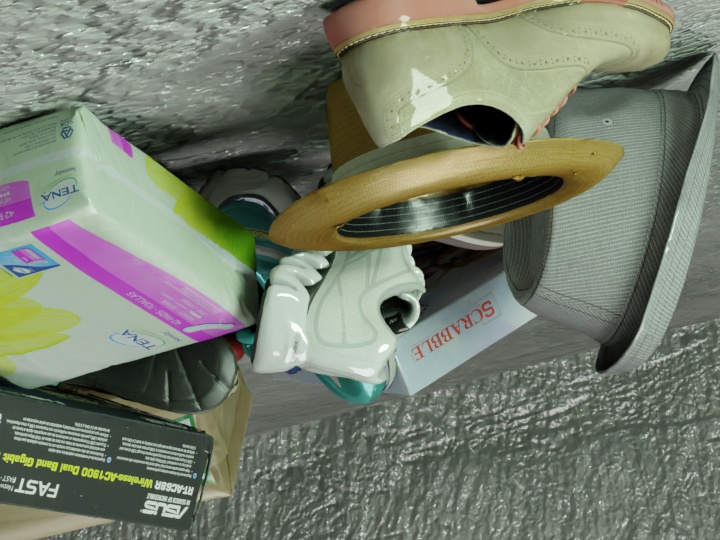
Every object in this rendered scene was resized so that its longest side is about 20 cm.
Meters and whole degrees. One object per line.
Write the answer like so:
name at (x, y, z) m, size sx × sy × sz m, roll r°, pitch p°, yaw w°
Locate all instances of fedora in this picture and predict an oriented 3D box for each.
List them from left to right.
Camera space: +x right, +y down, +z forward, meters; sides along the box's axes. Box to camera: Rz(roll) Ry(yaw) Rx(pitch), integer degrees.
fedora at (0.038, -0.067, 1.146) m, size 0.200 × 0.082 × 0.201 m, roll -12°, pitch 172°, yaw -2°
fedora at (0.137, -0.040, 1.283) m, size 0.090 × 0.201 × 0.177 m, roll 16°, pitch 148°, yaw -4°

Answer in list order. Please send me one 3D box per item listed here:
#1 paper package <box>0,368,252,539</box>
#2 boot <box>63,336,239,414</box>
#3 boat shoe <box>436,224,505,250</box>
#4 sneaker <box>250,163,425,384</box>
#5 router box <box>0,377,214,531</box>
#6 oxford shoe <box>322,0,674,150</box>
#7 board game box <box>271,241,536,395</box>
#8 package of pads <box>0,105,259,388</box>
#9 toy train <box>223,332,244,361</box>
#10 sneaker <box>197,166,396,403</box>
paper package at (-0.196, 0.113, 1.744) m, size 0.199 × 0.104 × 0.191 m, roll -13°, pitch -158°, yaw 8°
boot at (-0.164, 0.037, 1.385) m, size 0.199 × 0.073 × 0.151 m, roll 18°, pitch 177°, yaw 4°
boat shoe at (0.078, -0.046, 1.416) m, size 0.059 × 0.072 × 0.200 m, roll -22°, pitch 174°, yaw 39°
sneaker at (0.000, 0.000, 1.257) m, size 0.081 × 0.075 × 0.200 m, roll 14°, pitch -144°, yaw 6°
router box at (-0.207, 0.095, 1.307) m, size 0.150 × 0.062 × 0.200 m, roll 14°, pitch 179°, yaw 41°
oxford shoe at (0.071, -0.091, 1.050) m, size 0.199 × 0.075 × 0.070 m, roll -8°, pitch 170°, yaw -34°
board game box at (0.054, 0.015, 1.533) m, size 0.200 × 0.041 × 0.199 m, roll -31°, pitch -165°, yaw -25°
package of pads at (-0.161, -0.005, 1.168) m, size 0.154 × 0.068 × 0.200 m, roll -16°, pitch 155°, yaw 19°
toy train at (-0.080, -0.003, 1.475) m, size 0.115 × 0.085 × 0.200 m, roll 12°, pitch 158°, yaw -39°
sneaker at (-0.048, 0.023, 1.356) m, size 0.077 × 0.080 × 0.200 m, roll -2°, pitch 143°, yaw 36°
